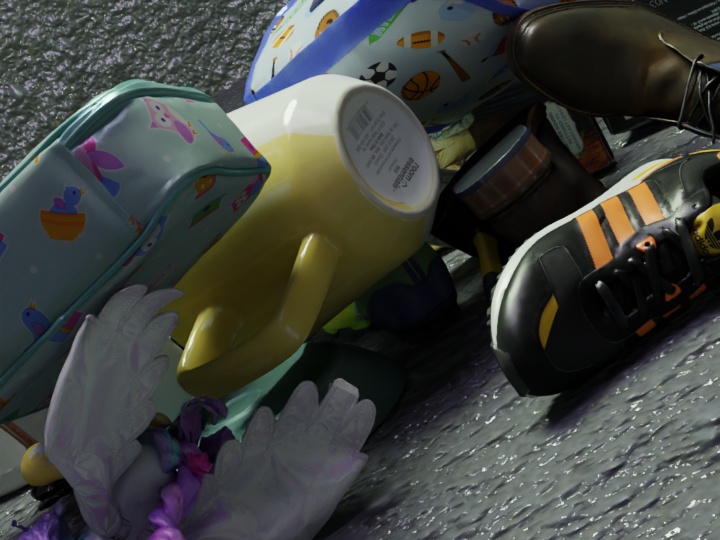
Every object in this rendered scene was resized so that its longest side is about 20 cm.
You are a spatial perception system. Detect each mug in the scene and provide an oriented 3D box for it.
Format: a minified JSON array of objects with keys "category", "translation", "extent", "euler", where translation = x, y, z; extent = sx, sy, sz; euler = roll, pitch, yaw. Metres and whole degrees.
[{"category":"mug","translation":[-0.033,-0.021,0.945],"extent":[0.153,0.187,0.149],"euler":[-28,-26,38]}]

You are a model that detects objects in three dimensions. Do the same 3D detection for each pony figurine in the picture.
[{"category":"pony figurine","translation":[-0.108,0.114,0.824],"extent":[0.200,0.166,0.193],"euler":[7,71,63]}]

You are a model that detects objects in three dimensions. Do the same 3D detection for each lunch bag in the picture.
[{"category":"lunch bag","translation":[0.036,-0.161,1.036],"extent":[0.170,0.124,0.200],"euler":[-37,-8,37]},{"category":"lunch bag","translation":[-0.143,-0.007,0.838],"extent":[0.200,0.077,0.160],"euler":[-44,-5,14]}]

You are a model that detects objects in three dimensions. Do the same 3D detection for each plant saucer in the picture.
[{"category":"plant saucer","translation":[-0.068,0.096,0.988],"extent":[0.200,0.036,0.200],"euler":[-28,13,7]}]

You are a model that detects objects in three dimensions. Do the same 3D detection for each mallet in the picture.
[{"category":"mallet","translation":[0.089,0.007,0.985],"extent":[0.041,0.066,0.200],"euler":[-63,19,21]}]

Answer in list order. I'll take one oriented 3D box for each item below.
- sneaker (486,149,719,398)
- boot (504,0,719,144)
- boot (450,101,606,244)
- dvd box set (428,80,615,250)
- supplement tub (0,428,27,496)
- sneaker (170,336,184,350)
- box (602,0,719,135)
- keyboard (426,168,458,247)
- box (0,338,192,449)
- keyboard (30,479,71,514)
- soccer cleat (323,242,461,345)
[{"category":"sneaker","translation":[0.146,-0.009,0.833],"extent":[0.200,0.070,0.090],"euler":[-38,12,-37]},{"category":"boot","translation":[0.189,-0.116,0.966],"extent":[0.200,0.075,0.097],"euler":[8,7,-25]},{"category":"boot","translation":[0.110,-0.040,0.985],"extent":[0.075,0.097,0.200],"euler":[-42,4,15]},{"category":"dvd box set","translation":[0.061,-0.098,1.181],"extent":[0.200,0.146,0.029],"euler":[-26,3,16]},{"category":"supplement tub","translation":[-0.293,0.058,1.251],"extent":[0.145,0.200,0.145],"euler":[-28,13,7]},{"category":"sneaker","translation":[-0.084,0.018,1.177],"extent":[0.200,0.077,0.082],"euler":[-58,6,44]},{"category":"box","translation":[0.253,-0.203,1.183],"extent":[0.200,0.132,0.115],"euler":[-23,12,28]},{"category":"keyboard","translation":[0.001,-0.047,1.095],"extent":[0.200,0.056,0.011],"euler":[5,20,-26]},{"category":"box","translation":[-0.199,0.057,1.039],"extent":[0.098,0.124,0.200],"euler":[-53,20,-14]},{"category":"keyboard","translation":[-0.158,0.104,1.112],"extent":[0.200,0.021,0.127],"euler":[-36,8,33]},{"category":"soccer cleat","translation":[0.001,0.000,1.086],"extent":[0.065,0.084,0.200],"euler":[-35,14,-18]}]
